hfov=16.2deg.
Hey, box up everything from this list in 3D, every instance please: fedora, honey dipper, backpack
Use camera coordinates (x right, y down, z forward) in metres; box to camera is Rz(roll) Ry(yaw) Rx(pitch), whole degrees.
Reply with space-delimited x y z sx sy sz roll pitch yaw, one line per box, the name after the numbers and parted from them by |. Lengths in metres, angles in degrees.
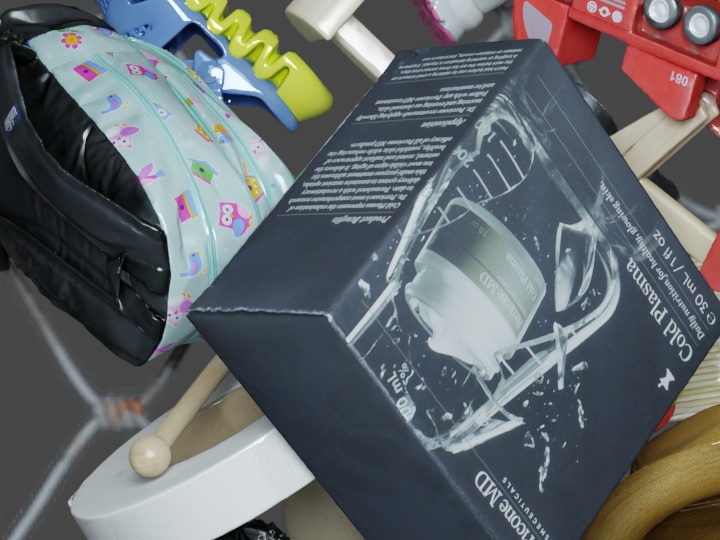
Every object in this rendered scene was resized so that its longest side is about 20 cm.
0.214 0.131 1.410 0.199 0.201 0.082 -9 45 1 | fedora
-0.081 0.058 1.402 0.038 0.200 0.038 8 116 16 | honey dipper
-0.129 -0.044 1.408 0.126 0.168 0.200 -22 47 -31 | backpack

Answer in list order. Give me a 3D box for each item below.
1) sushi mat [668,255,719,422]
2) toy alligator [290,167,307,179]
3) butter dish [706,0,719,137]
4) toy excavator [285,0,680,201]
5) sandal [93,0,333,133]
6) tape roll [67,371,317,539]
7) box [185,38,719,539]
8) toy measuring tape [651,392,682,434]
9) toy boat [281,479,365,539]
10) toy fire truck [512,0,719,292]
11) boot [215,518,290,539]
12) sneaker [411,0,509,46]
0.207 0.037 1.479 0.199 0.012 0.096 -8 82 1 | sushi mat
0.000 0.000 1.474 0.200 0.054 0.059 49 119 5 | toy alligator
0.296 -0.160 1.338 0.198 0.148 0.201 11 77 -1 | butter dish
0.058 -0.081 1.466 0.100 0.200 0.194 -49 124 -6 | toy excavator
-0.115 -0.135 1.488 0.200 0.079 0.087 40 88 9 | sandal
-0.067 0.094 1.387 0.202 0.203 0.037 -32 101 -3 | tape roll
0.053 0.023 1.279 0.197 0.124 0.200 -51 119 -26 | box
0.140 0.075 1.381 0.073 0.200 0.074 4 116 9 | toy measuring tape
0.055 0.148 1.428 0.200 0.131 0.131 40 54 7 | toy boat
0.160 -0.082 1.341 0.199 0.049 0.142 26 116 30 | toy fire truck
-0.053 0.243 1.403 0.198 0.073 0.163 38 107 13 | boot
0.048 -0.238 1.500 0.088 0.081 0.201 -22 89 -3 | sneaker
